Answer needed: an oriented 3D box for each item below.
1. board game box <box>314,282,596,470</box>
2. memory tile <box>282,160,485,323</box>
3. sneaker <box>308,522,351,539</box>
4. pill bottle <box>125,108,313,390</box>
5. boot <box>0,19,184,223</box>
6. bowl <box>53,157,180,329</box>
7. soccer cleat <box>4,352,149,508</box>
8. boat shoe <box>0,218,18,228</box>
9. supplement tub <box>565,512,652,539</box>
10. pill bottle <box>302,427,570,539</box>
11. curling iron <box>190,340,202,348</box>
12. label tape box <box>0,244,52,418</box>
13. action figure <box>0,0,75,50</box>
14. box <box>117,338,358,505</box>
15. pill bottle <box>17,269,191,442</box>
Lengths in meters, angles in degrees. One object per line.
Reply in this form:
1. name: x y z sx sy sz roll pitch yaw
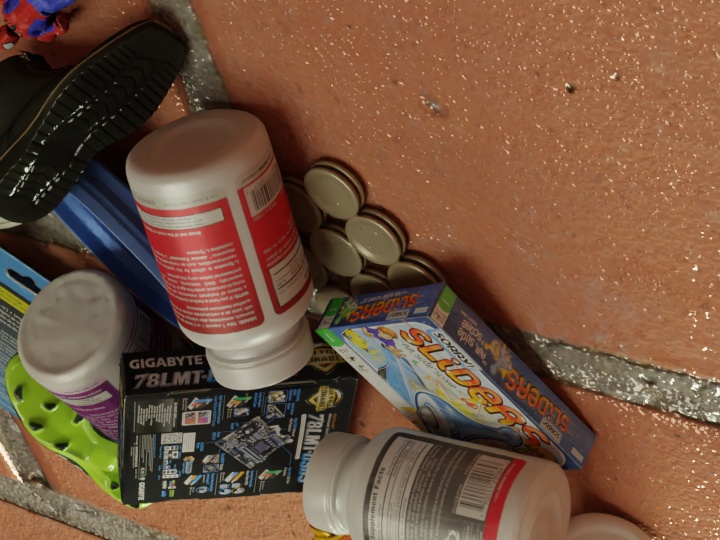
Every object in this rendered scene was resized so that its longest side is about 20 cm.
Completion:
1. board game box: 0.076 0.089 1.560 0.135 0.035 0.200 -10 134 49
2. memory tile: 0.000 0.000 1.569 0.200 0.017 0.153 49 146 -15
3. sneaker: -0.017 0.246 1.830 0.077 0.073 0.200 14 138 -9
4. pill bottle: -0.101 -0.013 1.525 0.112 0.112 0.201 9 127 37
5. boot: -0.232 -0.152 1.543 0.200 0.139 0.077 -40 135 16
6. bowl: -0.198 -0.031 1.642 0.200 0.039 0.201 42 168 11
7. soccer cleat: -0.262 0.146 1.851 0.200 0.067 0.081 48 178 -22
8. boat shoe: -0.351 -0.078 1.765 0.199 0.062 0.075 -2 116 35
9. supplement tub: 0.178 0.297 1.668 0.122 0.123 0.200 33 146 8
10. pill bottle: 0.058 0.187 1.580 0.199 0.111 0.111 10 139 29
11. curling iron: -0.112 0.130 1.824 0.201 0.025 0.050 68 174 -33
12. label tape box: -0.314 0.047 1.879 0.144 0.063 0.200 33 134 7
13. action figure: -0.241 -0.214 1.510 0.065 0.052 0.200 40 150 -11
14. box: -0.110 0.133 1.711 0.197 0.050 0.200 -5 147 -10
15. pill bottle: -0.210 0.090 1.767 0.112 0.113 0.200 14 159 33
